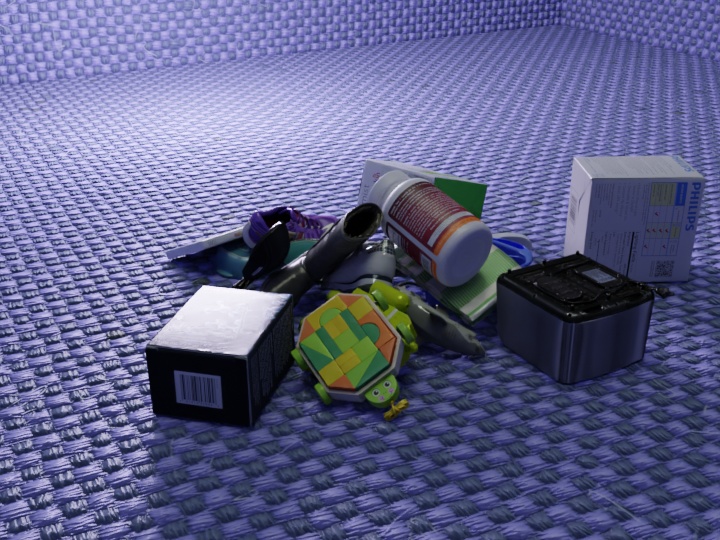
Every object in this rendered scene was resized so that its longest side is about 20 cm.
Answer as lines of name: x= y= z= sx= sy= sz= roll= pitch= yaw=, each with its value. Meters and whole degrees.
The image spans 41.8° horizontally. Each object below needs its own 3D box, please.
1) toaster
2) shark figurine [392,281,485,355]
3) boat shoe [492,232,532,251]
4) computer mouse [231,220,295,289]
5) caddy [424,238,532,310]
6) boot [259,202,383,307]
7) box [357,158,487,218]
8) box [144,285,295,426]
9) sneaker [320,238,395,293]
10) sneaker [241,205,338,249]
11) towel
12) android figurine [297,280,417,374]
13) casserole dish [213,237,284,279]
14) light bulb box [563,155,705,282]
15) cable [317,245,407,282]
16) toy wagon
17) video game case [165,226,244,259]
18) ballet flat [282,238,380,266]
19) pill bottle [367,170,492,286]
toaster: x=0.327 y=0.066 z=1.413 sx=0.179 sy=0.120 sz=0.200 roll=-14 pitch=27 yaw=-28
shark figurine: x=0.079 y=0.078 z=1.452 sx=0.127 sy=0.090 sz=0.214 roll=24 pitch=10 yaw=-46
boat shoe: x=0.210 y=-0.043 z=1.717 sx=0.196 sy=0.074 sz=0.068 roll=-12 pitch=39 yaw=-3
computer mouse: x=-0.141 y=-0.027 z=1.577 sx=0.046 sy=0.200 sz=0.140 roll=44 pitch=51 yaw=3
caddy: x=0.191 y=-0.008 z=1.595 sx=0.197 sy=0.107 sz=0.142 roll=2 pitch=23 yaw=5
boot: x=-0.064 y=-0.014 z=1.499 sx=0.199 sy=0.073 sz=0.182 roll=-27 pitch=20 yaw=52
box: x=0.124 y=-0.154 z=1.869 sx=0.175 sy=0.098 sz=0.199 roll=18 pitch=11 yaw=36
box: x=-0.189 y=0.114 z=1.326 sx=0.146 sy=0.109 sz=0.200 roll=5 pitch=24 yaw=13
sneaker: x=0.000 y=0.000 z=1.541 sx=0.076 sy=0.082 sz=0.199 roll=13 pitch=-11 yaw=-29
sneaker: x=-0.114 y=-0.077 z=1.706 sx=0.198 sy=0.084 sz=0.081 roll=-5 pitch=54 yaw=-34
towel: x=0.155 y=-0.005 z=1.513 sx=0.152 sy=0.024 sz=0.199 roll=-35 pitch=53 yaw=-26
android figurine: x=0.000 y=0.095 z=1.385 sx=0.182 sy=0.041 sz=0.199 roll=-43 pitch=43 yaw=-19
casserole dish: x=-0.181 y=-0.036 z=1.751 sx=0.198 sy=0.039 sz=0.120 roll=-22 pitch=31 yaw=-38
light bulb box: x=0.477 y=-0.091 z=1.667 sx=0.197 sy=0.201 sz=0.125 roll=-1 pitch=25 yaw=-3
cable: x=0.005 y=-0.010 z=1.639 sx=0.197 sy=0.051 sz=0.097 roll=-6 pitch=-15 yaw=25
toy wagon: x=-0.001 y=0.119 z=1.305 sx=0.154 sy=0.040 sz=0.200 roll=-35 pitch=54 yaw=-5
video game case: x=-0.248 y=-0.064 z=1.770 sx=0.199 sy=0.018 sz=0.142 roll=-22 pitch=8 yaw=-40
ballet flat: x=-0.045 y=-0.020 z=1.696 sx=0.197 sy=0.073 sz=0.072 roll=1 pitch=24 yaw=3
pill bottle: x=0.104 y=-0.073 z=1.487 sx=0.112 sy=0.114 sz=0.200 roll=-18 pitch=46 yaw=-36
